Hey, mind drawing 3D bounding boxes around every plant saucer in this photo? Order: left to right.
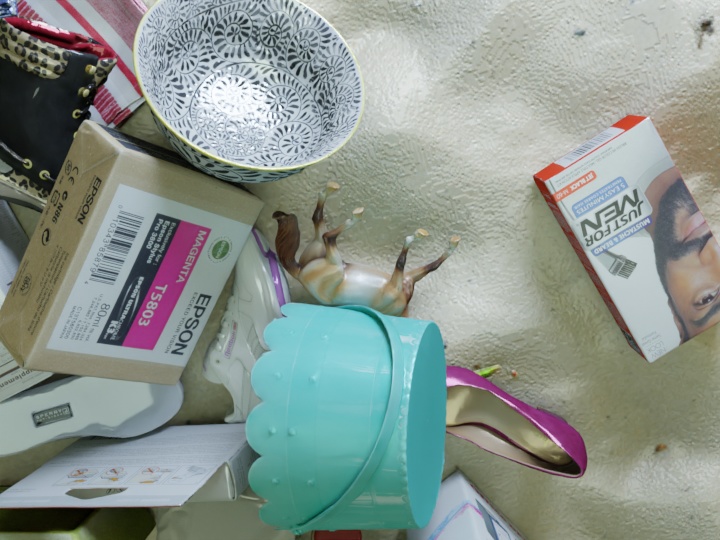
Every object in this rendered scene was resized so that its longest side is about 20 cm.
[{"bbox_3d":[-0.311,0.244,0.832,0.198,0.200,0.048,0,92,1],"label":"plant saucer"}]

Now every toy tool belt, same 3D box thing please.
[{"bbox_3d":[-0.104,0.262,0.886,0.198,0.123,0.126,7,67,-6],"label":"toy tool belt"}]

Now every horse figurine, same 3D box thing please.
[{"bbox_3d":[0.000,0.000,0.841,0.199,0.050,0.133,21,119,-12],"label":"horse figurine"}]

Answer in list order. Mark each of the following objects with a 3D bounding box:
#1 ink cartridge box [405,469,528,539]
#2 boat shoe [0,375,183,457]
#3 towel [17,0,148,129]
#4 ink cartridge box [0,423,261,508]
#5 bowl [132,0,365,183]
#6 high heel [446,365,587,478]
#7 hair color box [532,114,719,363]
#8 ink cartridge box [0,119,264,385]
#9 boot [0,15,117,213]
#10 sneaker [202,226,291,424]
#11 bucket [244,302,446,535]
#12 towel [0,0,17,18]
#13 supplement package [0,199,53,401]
[{"bbox_3d":[0.120,0.298,0.832,0.087,0.200,0.145,-43,97,6],"label":"ink cartridge box"},{"bbox_3d":[-0.272,0.132,0.871,0.198,0.070,0.072,-14,98,-8],"label":"boat shoe"},{"bbox_3d":[-0.277,-0.184,0.827,0.200,0.023,0.144,-42,97,9],"label":"towel"},{"bbox_3d":[-0.203,0.191,0.805,0.198,0.174,0.044,-6,102,18],"label":"ink cartridge box"},{"bbox_3d":[-0.104,-0.147,0.779,0.199,0.094,0.202,10,59,-17],"label":"bowl"},{"bbox_3d":[0.120,0.144,0.851,0.198,0.096,0.068,13,102,-2],"label":"high heel"},{"bbox_3d":[0.261,-0.030,0.830,0.110,0.064,0.201,-32,101,6],"label":"hair color box"},{"bbox_3d":[-0.198,-0.007,0.775,0.075,0.164,0.201,34,102,39],"label":"ink cartridge box"},{"bbox_3d":[-0.248,-0.123,0.788,0.199,0.073,0.151,19,112,-17],"label":"boot"},{"bbox_3d":[-0.110,0.059,0.848,0.099,0.075,0.202,-8,102,1],"label":"sneaker"},{"bbox_3d":[-0.004,0.129,0.781,0.133,0.207,0.209,1,102,16],"label":"bucket"},{"bbox_3d":[-0.378,-0.252,0.729,0.198,0.024,0.146,-10,71,1],"label":"towel"},{"bbox_3d":[-0.363,0.018,0.824,0.109,0.114,0.201,-26,100,5],"label":"supplement package"}]
